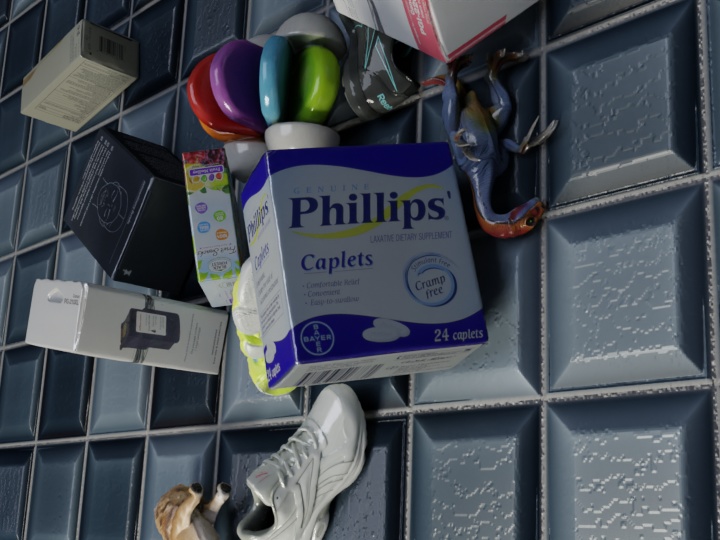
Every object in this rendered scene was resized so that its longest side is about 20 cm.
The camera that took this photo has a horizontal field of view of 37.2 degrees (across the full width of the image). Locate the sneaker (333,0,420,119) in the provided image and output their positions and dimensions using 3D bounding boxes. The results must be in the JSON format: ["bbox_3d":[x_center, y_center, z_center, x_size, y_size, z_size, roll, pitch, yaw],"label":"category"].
[{"bbox_3d":[0.022,-0.265,1.172,0.079,0.075,0.201,-17,72,31],"label":"sneaker"}]

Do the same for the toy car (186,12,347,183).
[{"bbox_3d":[-0.112,-0.200,1.200,0.200,0.150,0.176,-10,70,51],"label":"toy car"}]

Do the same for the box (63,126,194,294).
[{"bbox_3d":[-0.300,-0.084,1.449,0.200,0.107,0.149,40,109,48],"label":"box"}]

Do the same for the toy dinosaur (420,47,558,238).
[{"bbox_3d":[0.125,-0.118,1.021,0.200,0.105,0.182,156,115,-82],"label":"toy dinosaur"}]

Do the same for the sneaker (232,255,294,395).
[{"bbox_3d":[-0.104,0.038,1.162,0.105,0.075,0.201,-107,15,-49],"label":"sneaker"}]

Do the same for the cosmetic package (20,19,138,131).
[{"bbox_3d":[-0.444,-0.304,1.687,0.200,0.105,0.071,-25,59,41],"label":"cosmetic package"}]

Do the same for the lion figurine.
[{"bbox_3d":[-0.173,0.318,1.211,0.123,0.072,0.200,-55,48,33],"label":"lion figurine"}]

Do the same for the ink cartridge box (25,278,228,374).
[{"bbox_3d":[-0.288,0.069,1.316,0.144,0.199,0.085,2,80,50],"label":"ink cartridge box"}]

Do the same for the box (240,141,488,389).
[{"bbox_3d":[0.000,-0.006,0.986,0.105,0.183,0.201,131,132,-65],"label":"box"}]

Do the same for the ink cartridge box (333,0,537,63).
[{"bbox_3d":[0.070,-0.300,1.055,0.145,0.085,0.200,-36,39,-14],"label":"ink cartridge box"}]

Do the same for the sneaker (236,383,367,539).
[{"bbox_3d":[-0.064,0.207,1.092,0.078,0.099,0.201,31,103,49],"label":"sneaker"}]

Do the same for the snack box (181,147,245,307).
[{"bbox_3d":[-0.162,-0.042,1.216,0.200,0.053,0.143,109,152,-80],"label":"snack box"}]
